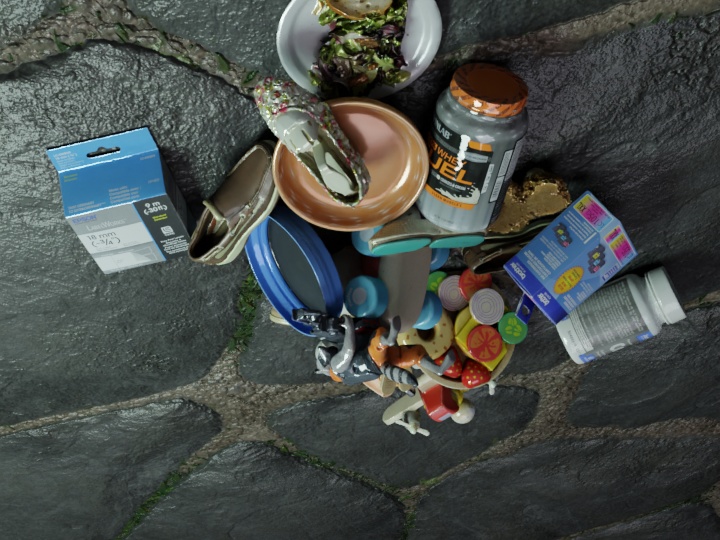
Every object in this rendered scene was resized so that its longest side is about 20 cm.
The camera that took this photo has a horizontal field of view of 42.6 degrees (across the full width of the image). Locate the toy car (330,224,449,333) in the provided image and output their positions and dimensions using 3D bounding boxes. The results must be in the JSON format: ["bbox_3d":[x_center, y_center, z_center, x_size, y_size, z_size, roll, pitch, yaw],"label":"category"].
[{"bbox_3d":[0.000,0.000,1.396,0.200,0.177,0.184,4,175,36],"label":"toy car"}]

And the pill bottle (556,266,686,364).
[{"bbox_3d":[0.443,0.074,1.583,0.200,0.114,0.114,-25,140,21],"label":"pill bottle"}]

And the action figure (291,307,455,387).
[{"bbox_3d":[-0.001,0.111,1.246,0.200,0.105,0.193,18,157,-38],"label":"action figure"}]

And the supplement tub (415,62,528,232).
[{"bbox_3d":[0.146,-0.159,1.204,0.122,0.123,0.200,1,133,-12],"label":"supplement tub"}]

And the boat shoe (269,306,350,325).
[{"bbox_3d":[-0.050,0.044,1.493,0.199,0.071,0.065,-9,107,0],"label":"boat shoe"}]

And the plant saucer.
[{"bbox_3d":[-0.013,-0.139,1.186,0.200,0.038,0.200,-2,131,-2],"label":"plant saucer"}]

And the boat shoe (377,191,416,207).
[{"bbox_3d":[-0.013,-0.127,1.275,0.200,0.072,0.072,28,135,-26],"label":"boat shoe"}]

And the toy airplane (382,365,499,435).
[{"bbox_3d":[0.149,0.203,1.618,0.141,0.199,0.200,53,151,-7],"label":"toy airplane"}]

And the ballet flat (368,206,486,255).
[{"bbox_3d":[0.087,-0.060,1.277,0.200,0.062,0.067,-5,163,-35],"label":"ballet flat"}]

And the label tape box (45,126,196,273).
[{"bbox_3d":[-0.321,-0.089,1.258,0.144,0.063,0.200,-13,143,4],"label":"label tape box"}]

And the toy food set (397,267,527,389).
[{"bbox_3d":[0.166,0.092,1.505,0.200,0.198,0.049,42,164,-6],"label":"toy food set"}]

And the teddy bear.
[{"bbox_3d":[0.207,-0.101,1.361,0.145,0.067,0.200,32,134,-29],"label":"teddy bear"}]

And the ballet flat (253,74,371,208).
[{"bbox_3d":[-0.051,-0.150,1.108,0.076,0.064,0.200,-32,125,23],"label":"ballet flat"}]

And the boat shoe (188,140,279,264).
[{"bbox_3d":[-0.170,-0.084,1.237,0.075,0.075,0.203,-10,138,-51],"label":"boat shoe"}]

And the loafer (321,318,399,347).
[{"bbox_3d":[0.035,0.095,1.557,0.200,0.073,0.072,-3,114,-25],"label":"loafer"}]

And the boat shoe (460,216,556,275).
[{"bbox_3d":[0.260,-0.028,1.445,0.202,0.075,0.075,-10,143,1],"label":"boat shoe"}]

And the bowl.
[{"bbox_3d":[-0.095,-0.001,1.325,0.039,0.201,0.201,-31,151,-27],"label":"bowl"}]

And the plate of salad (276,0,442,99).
[{"bbox_3d":[0.000,-0.271,1.103,0.200,0.048,0.200,-6,143,-5],"label":"plate of salad"}]

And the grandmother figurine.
[{"bbox_3d":[-0.008,0.158,1.562,0.121,0.200,0.061,6,98,-41],"label":"grandmother figurine"}]

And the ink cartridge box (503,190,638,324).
[{"bbox_3d":[0.304,-0.005,1.385,0.200,0.076,0.136,-41,146,8],"label":"ink cartridge box"}]
